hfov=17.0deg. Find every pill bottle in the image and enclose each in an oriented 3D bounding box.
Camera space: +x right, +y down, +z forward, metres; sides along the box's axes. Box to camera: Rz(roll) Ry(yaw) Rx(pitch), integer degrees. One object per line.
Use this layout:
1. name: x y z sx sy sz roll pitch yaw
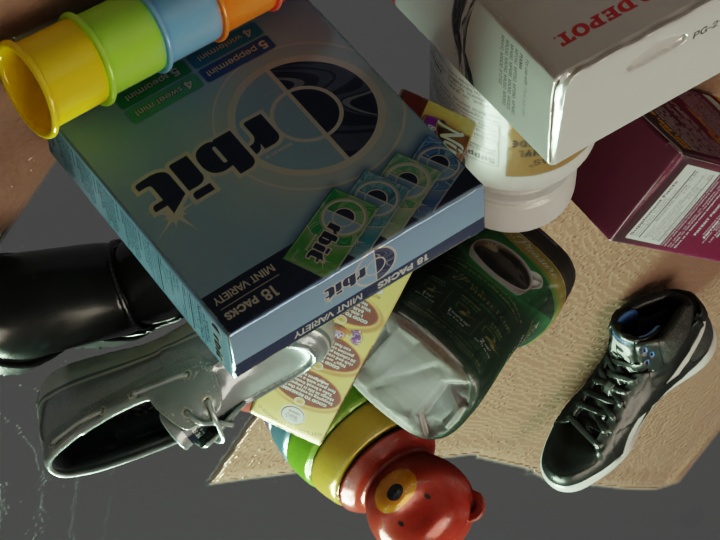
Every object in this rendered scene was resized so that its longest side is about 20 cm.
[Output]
1. pill bottle: 0.102 -0.118 1.576 0.114 0.114 0.200 -30 150 -19

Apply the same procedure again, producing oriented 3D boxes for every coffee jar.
1. coffee jar: 0.072 0.030 1.690 0.085 0.104 0.200 -54 173 37

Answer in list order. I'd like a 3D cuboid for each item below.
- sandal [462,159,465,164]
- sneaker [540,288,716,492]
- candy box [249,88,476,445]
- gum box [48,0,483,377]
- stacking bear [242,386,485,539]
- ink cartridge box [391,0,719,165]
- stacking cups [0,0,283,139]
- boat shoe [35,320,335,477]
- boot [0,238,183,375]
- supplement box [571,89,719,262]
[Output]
1. sandal: 0.029 -0.052 1.588 0.200 0.076 0.043 77 34 -68
2. sneaker: 0.214 0.091 2.054 0.200 0.073 0.112 -47 148 -6
3. candy box: 0.000 0.000 1.495 0.117 0.056 0.200 -67 -179 -49
4. gum box: -0.057 -0.058 1.365 0.170 0.200 0.045 -30 148 -18
5. stacking bear: 0.004 0.121 1.697 0.121 0.200 0.114 -41 151 1
6. ink cartridge box: 0.110 -0.177 1.416 0.145 0.200 0.084 -29 149 -20
7. stacking cups: -0.107 -0.147 1.356 0.200 0.061 0.061 -33 150 -23
8. boat shoe: -0.105 0.078 1.451 0.200 0.072 0.070 -19 141 19
9. boot: -0.133 0.001 1.439 0.162 0.074 0.198 -23 170 33
10. supplement box: 0.226 -0.078 1.784 0.200 0.110 0.086 8 125 -53
